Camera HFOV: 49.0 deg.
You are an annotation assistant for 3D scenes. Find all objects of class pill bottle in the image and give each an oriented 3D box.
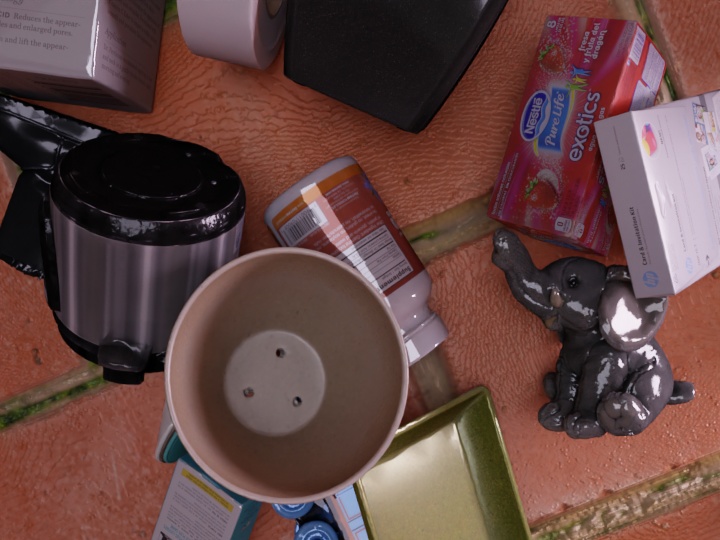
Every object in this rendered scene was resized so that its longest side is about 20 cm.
[{"bbox_3d":[0.000,0.000,0.776,0.111,0.112,0.202,-33,89,3],"label":"pill bottle"}]

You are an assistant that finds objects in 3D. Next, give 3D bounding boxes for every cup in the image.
[{"bbox_3d":[-0.070,0.094,0.696,0.196,0.143,0.205,2,79,-12],"label":"cup"}]

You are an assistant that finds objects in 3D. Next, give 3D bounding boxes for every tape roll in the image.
[{"bbox_3d":[-0.106,-0.297,0.735,0.069,0.202,0.207,12,91,3],"label":"tape roll"}]

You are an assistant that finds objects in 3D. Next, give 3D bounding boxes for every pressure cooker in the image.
[{"bbox_3d":[-0.199,-0.002,0.732,0.178,0.175,0.203,34,128,28],"label":"pressure cooker"}]

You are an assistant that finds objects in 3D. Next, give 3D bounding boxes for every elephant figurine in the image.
[{"bbox_3d":[0.223,0.046,0.751,0.139,0.154,0.204,-7,94,32],"label":"elephant figurine"}]

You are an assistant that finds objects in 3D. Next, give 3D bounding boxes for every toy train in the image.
[{"bbox_3d":[-0.038,0.205,0.798,0.113,0.087,0.203,-26,87,-6],"label":"toy train"}]

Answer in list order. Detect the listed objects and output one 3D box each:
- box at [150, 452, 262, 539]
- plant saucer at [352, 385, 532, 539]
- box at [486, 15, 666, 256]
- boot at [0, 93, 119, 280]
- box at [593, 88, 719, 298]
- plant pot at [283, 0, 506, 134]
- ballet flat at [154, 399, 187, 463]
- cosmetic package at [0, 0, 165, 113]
[{"bbox_3d":[-0.163,0.279,0.779,0.081,0.049,0.203,29,111,20],"label":"box"},{"bbox_3d":[0.074,0.238,0.765,0.198,0.048,0.204,-16,90,-41],"label":"plant saucer"},{"bbox_3d":[0.208,-0.126,0.755,0.094,0.099,0.204,18,92,38],"label":"box"},{"bbox_3d":[-0.345,-0.088,0.817,0.195,0.073,0.165,19,97,4],"label":"boot"},{"bbox_3d":[0.296,-0.077,0.726,0.041,0.198,0.159,-10,97,46],"label":"box"},{"bbox_3d":[0.029,-0.239,0.742,0.197,0.200,0.180,24,105,2],"label":"plant pot"},{"bbox_3d":[-0.155,0.103,0.816,0.069,0.069,0.201,37,88,2],"label":"ballet flat"},{"bbox_3d":[-0.291,-0.275,0.761,0.162,0.165,0.204,7,90,3],"label":"cosmetic package"}]
